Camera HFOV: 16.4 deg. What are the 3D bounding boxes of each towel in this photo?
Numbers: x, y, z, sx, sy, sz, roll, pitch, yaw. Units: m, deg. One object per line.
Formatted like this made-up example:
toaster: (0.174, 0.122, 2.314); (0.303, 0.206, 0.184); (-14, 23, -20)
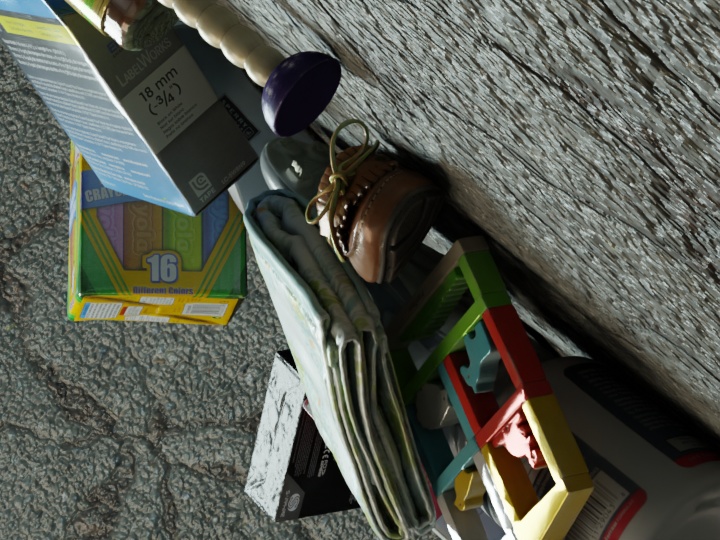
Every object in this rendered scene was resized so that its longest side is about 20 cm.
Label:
towel: (-0.015, 0.059, 1.564); (0.200, 0.048, 0.172); (-122, 15, -60)

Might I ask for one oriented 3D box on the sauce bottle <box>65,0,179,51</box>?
sauce bottle: (-0.187, -0.211, 1.479); (0.200, 0.065, 0.065); (41, 176, 15)

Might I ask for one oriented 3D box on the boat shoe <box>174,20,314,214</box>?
boat shoe: (-0.084, -0.090, 1.720); (0.199, 0.074, 0.068); (46, 178, -20)

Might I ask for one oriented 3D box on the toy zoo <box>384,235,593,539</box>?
toy zoo: (0.075, 0.098, 1.479); (0.131, 0.020, 0.201); (-54, 53, 50)

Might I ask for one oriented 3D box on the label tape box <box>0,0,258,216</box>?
label tape box: (-0.167, -0.137, 1.593); (0.144, 0.063, 0.200); (18, 146, 57)

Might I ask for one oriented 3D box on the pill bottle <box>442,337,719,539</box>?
pill bottle: (0.137, 0.122, 1.526); (0.200, 0.120, 0.120); (39, 175, 41)

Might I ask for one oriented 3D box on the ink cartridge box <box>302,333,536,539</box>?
ink cartridge box: (0.092, 0.126, 1.799); (0.200, 0.145, 0.145); (45, 175, -37)

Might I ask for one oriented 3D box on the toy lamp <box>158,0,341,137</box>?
toy lamp: (-0.100, -0.150, 1.356); (0.200, 0.058, 0.058); (40, 176, 22)

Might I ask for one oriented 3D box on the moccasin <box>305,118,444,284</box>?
moccasin: (0.004, -0.042, 1.466); (0.078, 0.074, 0.201); (34, -174, -5)

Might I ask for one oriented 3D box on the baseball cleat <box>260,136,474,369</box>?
baseball cleat: (0.000, 0.000, 1.646); (0.200, 0.107, 0.070); (41, -140, 19)

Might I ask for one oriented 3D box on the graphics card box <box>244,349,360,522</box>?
graphics card box: (0.016, 0.114, 1.884); (0.199, 0.126, 0.051); (-7, -147, -36)

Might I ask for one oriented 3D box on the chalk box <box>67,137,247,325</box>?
chalk box: (-0.149, -0.069, 1.814); (0.123, 0.201, 0.124); (1, 169, -9)
